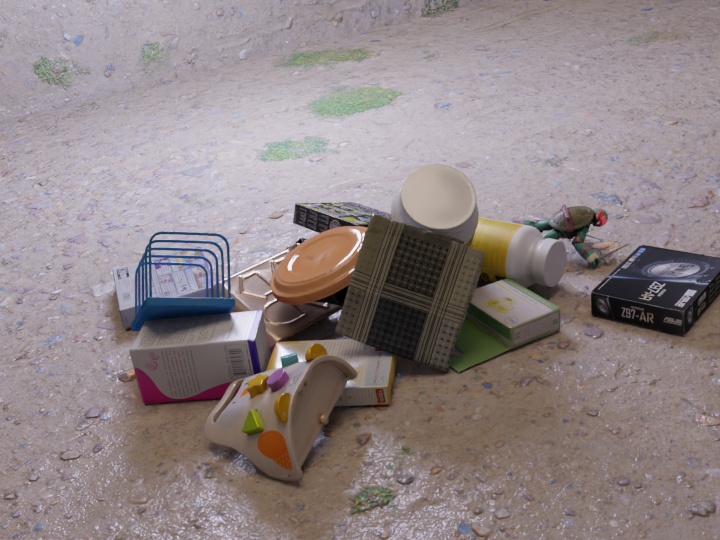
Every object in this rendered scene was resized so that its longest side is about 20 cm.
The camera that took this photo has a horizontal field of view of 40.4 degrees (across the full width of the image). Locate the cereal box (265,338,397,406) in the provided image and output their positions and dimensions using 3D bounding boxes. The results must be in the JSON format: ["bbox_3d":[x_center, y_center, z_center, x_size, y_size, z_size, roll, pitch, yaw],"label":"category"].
[{"bbox_3d":[-0.046,0.157,1.513,0.198,0.040,0.144,-2,26,10],"label":"cereal box"}]

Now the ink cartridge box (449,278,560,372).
[{"bbox_3d":[0.202,0.084,1.585,0.199,0.048,0.145,-17,28,-23],"label":"ink cartridge box"}]

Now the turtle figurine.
[{"bbox_3d":[0.383,-0.072,1.800,0.198,0.101,0.150,-11,25,8],"label":"turtle figurine"}]

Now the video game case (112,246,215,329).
[{"bbox_3d":[-0.373,0.031,1.864,0.180,0.046,0.200,-15,27,-11],"label":"video game case"}]

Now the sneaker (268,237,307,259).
[{"bbox_3d":[-0.087,-0.026,1.851,0.199,0.082,0.077,-24,30,-29],"label":"sneaker"}]

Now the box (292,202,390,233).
[{"bbox_3d":[-0.014,-0.096,1.963,0.159,0.045,0.199,-6,18,-42],"label":"box"}]

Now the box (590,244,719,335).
[{"bbox_3d":[0.496,0.028,1.613,0.159,0.044,0.200,13,33,38],"label":"box"}]

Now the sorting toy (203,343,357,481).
[{"bbox_3d":[-0.132,0.189,1.389,0.179,0.107,0.200,-9,34,34],"label":"sorting toy"}]

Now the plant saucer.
[{"bbox_3d":[-0.063,-0.016,1.641,0.199,0.032,0.201,-22,26,11],"label":"plant saucer"}]

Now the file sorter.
[{"bbox_3d":[-0.297,0.022,1.610,0.138,0.124,0.200,1,-15,-20],"label":"file sorter"}]

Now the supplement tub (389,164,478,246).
[{"bbox_3d":[0.117,-0.070,1.619,0.143,0.200,0.145,2,62,-3],"label":"supplement tub"}]

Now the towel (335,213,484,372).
[{"bbox_3d":[0.077,0.032,1.505,0.191,0.201,0.035,19,1,-2],"label":"towel"}]

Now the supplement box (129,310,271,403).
[{"bbox_3d":[-0.249,0.137,1.546,0.198,0.102,0.104,-5,25,5],"label":"supplement box"}]

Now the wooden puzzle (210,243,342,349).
[{"bbox_3d":[-0.134,0.049,1.720,0.199,0.047,0.185,-30,50,-30],"label":"wooden puzzle"}]

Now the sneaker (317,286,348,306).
[{"bbox_3d":[0.000,0.000,1.671,0.200,0.071,0.099,-36,32,-26],"label":"sneaker"}]

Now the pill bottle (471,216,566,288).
[{"bbox_3d":[0.256,-0.030,1.723,0.199,0.113,0.112,14,33,38],"label":"pill bottle"}]
